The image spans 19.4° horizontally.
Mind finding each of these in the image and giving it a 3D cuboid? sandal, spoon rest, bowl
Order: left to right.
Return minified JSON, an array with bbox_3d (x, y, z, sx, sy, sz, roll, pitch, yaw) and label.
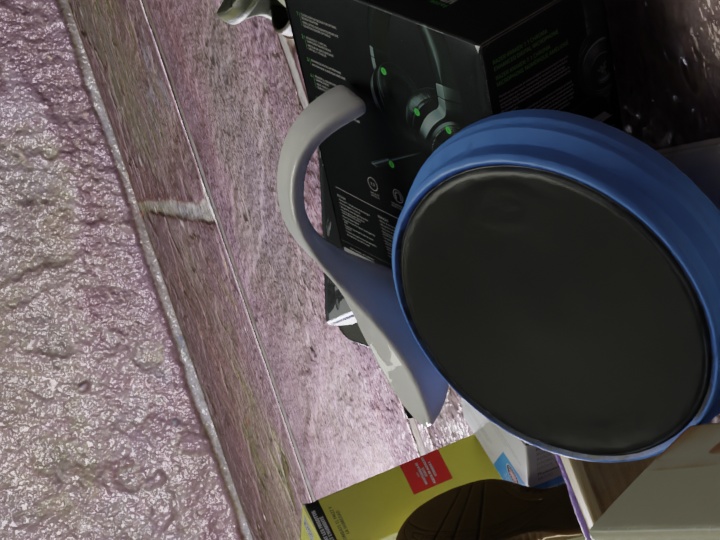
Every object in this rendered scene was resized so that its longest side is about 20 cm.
[{"bbox_3d":[-0.037,-0.183,1.354,0.057,0.080,0.201,34,-169,9],"label":"sandal"},{"bbox_3d":[0.000,0.000,1.177,0.099,0.060,0.201,-135,24,-64],"label":"spoon rest"},{"bbox_3d":[0.105,0.014,1.083,0.199,0.039,0.202,20,133,23],"label":"bowl"}]

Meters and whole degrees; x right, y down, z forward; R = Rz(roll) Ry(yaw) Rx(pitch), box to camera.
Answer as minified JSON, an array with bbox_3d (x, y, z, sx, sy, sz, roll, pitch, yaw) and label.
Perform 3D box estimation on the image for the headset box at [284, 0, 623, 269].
[{"bbox_3d":[0.055,-0.090,1.171,0.174,0.092,0.201,26,139,46],"label":"headset box"}]

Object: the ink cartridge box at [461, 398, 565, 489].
[{"bbox_3d":[0.114,0.057,1.419,0.201,0.066,0.116,82,163,-44],"label":"ink cartridge box"}]

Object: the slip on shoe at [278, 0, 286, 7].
[{"bbox_3d":[0.012,-0.176,1.291,0.074,0.199,0.062,34,114,21],"label":"slip on shoe"}]

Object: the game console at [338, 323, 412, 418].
[{"bbox_3d":[0.016,-0.023,1.457,0.175,0.116,0.202,18,111,43],"label":"game console"}]

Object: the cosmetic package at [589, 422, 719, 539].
[{"bbox_3d":[0.206,0.128,0.964,0.104,0.087,0.200,52,158,-10],"label":"cosmetic package"}]

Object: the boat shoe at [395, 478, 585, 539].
[{"bbox_3d":[0.115,0.181,1.399,0.065,0.199,0.072,58,-143,-30],"label":"boat shoe"}]

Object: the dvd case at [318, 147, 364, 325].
[{"bbox_3d":[0.005,-0.047,1.415,0.200,0.024,0.152,157,112,-74],"label":"dvd case"}]

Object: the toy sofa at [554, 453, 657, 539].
[{"bbox_3d":[0.149,0.096,1.246,0.201,0.082,0.098,67,170,-20],"label":"toy sofa"}]

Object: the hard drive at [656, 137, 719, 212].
[{"bbox_3d":[0.196,-0.002,1.084,0.200,0.026,0.133,177,74,-77],"label":"hard drive"}]

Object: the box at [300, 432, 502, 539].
[{"bbox_3d":[0.056,0.164,1.521,0.075,0.198,0.050,93,153,-62],"label":"box"}]
